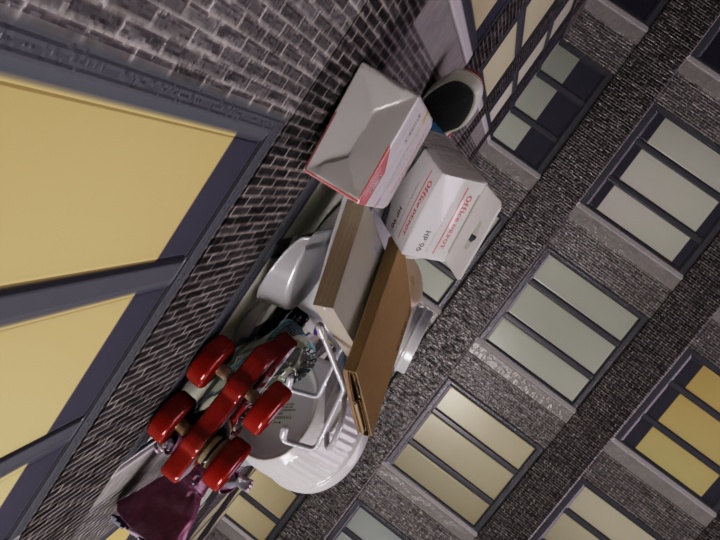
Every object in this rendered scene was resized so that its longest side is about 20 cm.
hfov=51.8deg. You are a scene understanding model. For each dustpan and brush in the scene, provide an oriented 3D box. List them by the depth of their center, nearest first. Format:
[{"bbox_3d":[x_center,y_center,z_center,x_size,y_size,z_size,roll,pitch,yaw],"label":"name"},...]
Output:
[{"bbox_3d":[-0.098,0.021,0.915,0.201,0.057,0.140,-62,168,15],"label":"dustpan and brush"}]

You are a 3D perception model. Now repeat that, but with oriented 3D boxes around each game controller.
[{"bbox_3d":[-0.149,0.131,1.148,0.200,0.042,0.104,-54,174,-4],"label":"game controller"}]

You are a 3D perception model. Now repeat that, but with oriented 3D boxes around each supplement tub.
[{"bbox_3d":[0.016,0.086,1.340,0.146,0.199,0.145,-62,175,-10],"label":"supplement tub"}]

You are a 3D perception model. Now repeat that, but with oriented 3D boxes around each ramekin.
[{"bbox_3d":[-0.093,0.216,1.090,0.200,0.200,0.105,-54,134,-2],"label":"ramekin"}]

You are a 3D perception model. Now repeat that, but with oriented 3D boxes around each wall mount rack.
[{"bbox_3d":[-0.047,0.120,0.926,0.200,0.074,0.174,-93,-155,-65],"label":"wall mount rack"}]

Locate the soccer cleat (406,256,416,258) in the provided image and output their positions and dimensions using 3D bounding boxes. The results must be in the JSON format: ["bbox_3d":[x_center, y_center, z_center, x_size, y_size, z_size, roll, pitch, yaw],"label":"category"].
[{"bbox_3d":[0.089,-0.116,1.114,0.069,0.077,0.201,-75,167,-74],"label":"soccer cleat"}]

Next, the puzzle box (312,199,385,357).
[{"bbox_3d":[-0.003,0.022,0.884,0.200,0.025,0.134,66,37,-62],"label":"puzzle box"}]

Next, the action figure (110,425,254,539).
[{"bbox_3d":[-0.226,0.288,1.000,0.200,0.134,0.149,-48,173,-25],"label":"action figure"}]

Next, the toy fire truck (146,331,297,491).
[{"bbox_3d":[-0.159,0.167,0.916,0.200,0.112,0.168,-53,173,6],"label":"toy fire truck"}]

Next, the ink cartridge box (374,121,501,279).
[{"bbox_3d":[0.080,-0.094,0.904,0.116,0.068,0.200,-64,-147,28],"label":"ink cartridge box"}]

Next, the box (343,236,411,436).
[{"bbox_3d":[0.025,0.082,0.927,0.164,0.021,0.201,79,26,-51],"label":"box"}]

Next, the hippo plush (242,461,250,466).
[{"bbox_3d":[-0.156,0.267,1.363,0.160,0.199,0.161,85,16,-46],"label":"hippo plush"}]

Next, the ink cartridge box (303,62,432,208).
[{"bbox_3d":[0.016,-0.132,0.777,0.117,0.067,0.200,-60,173,7],"label":"ink cartridge box"}]

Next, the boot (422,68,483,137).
[{"bbox_3d":[0.146,-0.262,1.102,0.144,0.072,0.200,-52,-178,-25],"label":"boot"}]

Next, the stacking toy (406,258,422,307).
[{"bbox_3d":[-0.003,0.032,1.200,0.199,0.086,0.085,-13,-162,31],"label":"stacking toy"}]

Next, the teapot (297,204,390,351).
[{"bbox_3d":[0.000,0.000,1.067,0.198,0.146,0.200,-51,173,-29],"label":"teapot"}]

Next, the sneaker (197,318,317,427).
[{"bbox_3d":[-0.151,0.147,1.056,0.200,0.086,0.078,-36,135,8],"label":"sneaker"}]

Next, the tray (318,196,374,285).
[{"bbox_3d":[-0.001,-0.079,0.908,0.107,0.022,0.201,-30,138,-73],"label":"tray"}]
